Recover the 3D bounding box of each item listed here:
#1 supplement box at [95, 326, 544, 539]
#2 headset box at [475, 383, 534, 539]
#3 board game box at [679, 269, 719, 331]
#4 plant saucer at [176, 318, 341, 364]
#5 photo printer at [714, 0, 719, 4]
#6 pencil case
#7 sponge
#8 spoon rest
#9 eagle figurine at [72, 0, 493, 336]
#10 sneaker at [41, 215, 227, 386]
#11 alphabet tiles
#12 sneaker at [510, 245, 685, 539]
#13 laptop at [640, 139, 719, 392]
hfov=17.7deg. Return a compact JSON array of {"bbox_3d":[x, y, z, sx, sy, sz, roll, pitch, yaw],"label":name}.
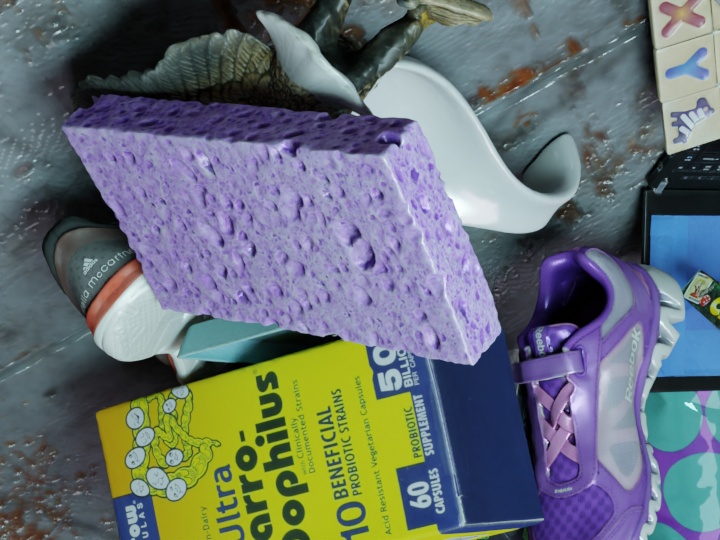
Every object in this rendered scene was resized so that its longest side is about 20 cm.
[{"bbox_3d":[-0.022,0.103,1.219,0.199,0.109,0.109,-17,168,25],"label":"supplement box"},{"bbox_3d":[0.037,0.137,1.357,0.173,0.093,0.200,-1,151,25],"label":"headset box"},{"bbox_3d":[0.274,0.068,1.323,0.200,0.105,0.024,30,98,-40],"label":"board game box"},{"bbox_3d":[-0.016,0.036,1.226,0.070,0.019,0.200,-16,167,27],"label":"plant saucer"},{"bbox_3d":[0.269,-0.125,1.140,0.200,0.166,0.070,30,86,-33],"label":"photo printer"},{"bbox_3d":[0.200,0.137,1.442,0.092,0.085,0.201,5,107,22],"label":"pencil case"},{"bbox_3d":[-0.037,-0.021,1.020,0.030,0.199,0.112,-47,128,-33],"label":"sponge"},{"bbox_3d":[0.042,-0.060,1.203,0.199,0.061,0.099,12,130,-40],"label":"spoon rest"},{"bbox_3d":[-0.032,-0.073,1.068,0.151,0.152,0.200,16,128,-38],"label":"eagle figurine"},{"bbox_3d":[-0.104,0.004,1.205,0.077,0.082,0.200,-48,162,2],"label":"sneaker"},{"bbox_3d":[0.250,-0.133,1.231,0.199,0.006,0.167,-18,125,-9],"label":"alphabet tiles"},{"bbox_3d":[0.116,0.072,1.251,0.080,0.201,0.088,-8,148,35],"label":"sneaker"},{"bbox_3d":[0.262,-0.026,1.327,0.177,0.104,0.200,-1,147,-29],"label":"laptop"}]
